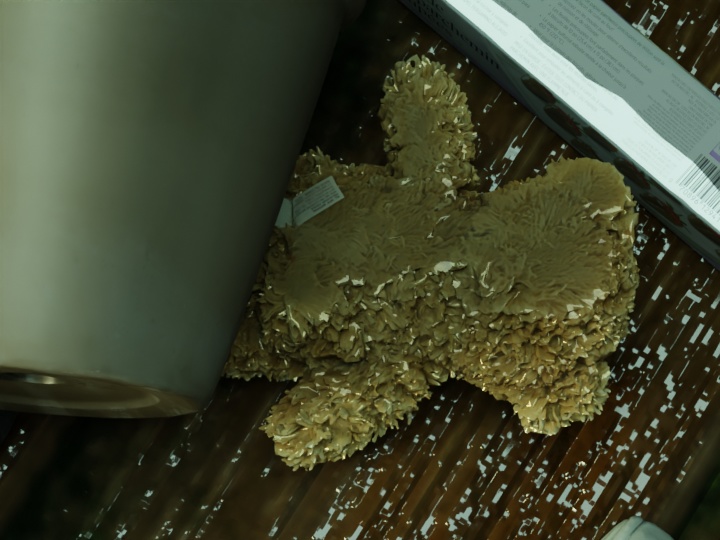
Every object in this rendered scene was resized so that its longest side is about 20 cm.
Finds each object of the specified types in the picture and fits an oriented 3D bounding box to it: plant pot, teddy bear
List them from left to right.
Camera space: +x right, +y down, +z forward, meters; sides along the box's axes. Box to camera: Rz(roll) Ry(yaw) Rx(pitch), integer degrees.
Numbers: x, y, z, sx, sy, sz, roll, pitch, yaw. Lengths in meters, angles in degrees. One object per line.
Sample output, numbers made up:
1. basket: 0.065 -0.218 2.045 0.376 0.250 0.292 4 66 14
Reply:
1. plant pot: -0.099 -0.047 0.967 0.199 0.200 0.175 5 81 5
2. teddy bear: 0.000 0.000 1.048 0.199 0.067 0.146 -10 64 7

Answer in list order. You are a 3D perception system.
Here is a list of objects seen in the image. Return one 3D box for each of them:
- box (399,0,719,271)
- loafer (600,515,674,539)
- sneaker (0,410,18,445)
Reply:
1. box: 0.068 -0.080 1.072 0.200 0.039 0.041 40 79 13
2. loafer: 0.065 0.179 0.987 0.069 0.070 0.201 25 85 5
3. sneaker: -0.177 -0.018 1.065 0.086 0.074 0.201 -23 80 30
